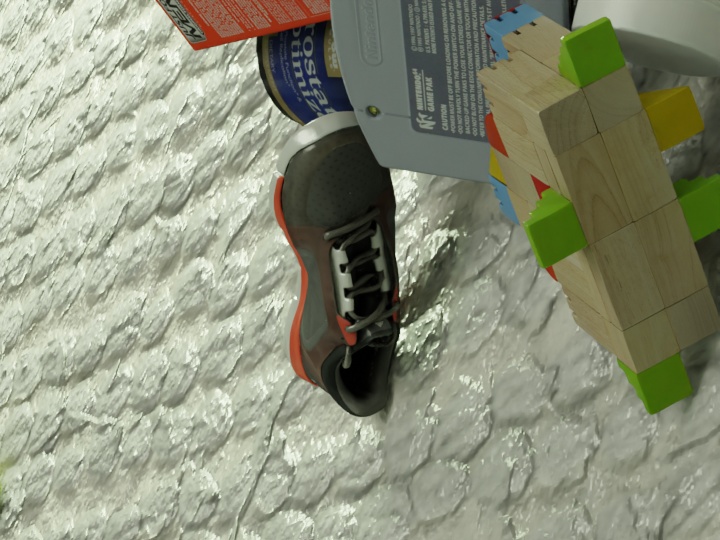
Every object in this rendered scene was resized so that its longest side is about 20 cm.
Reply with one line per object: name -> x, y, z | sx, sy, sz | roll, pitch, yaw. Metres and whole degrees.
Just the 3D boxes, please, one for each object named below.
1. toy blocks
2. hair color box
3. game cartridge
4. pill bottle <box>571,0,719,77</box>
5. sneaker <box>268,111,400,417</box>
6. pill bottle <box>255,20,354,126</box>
toy blocks -> 0.108, -0.044, 1.458 | 0.100, 0.200, 0.137 | -28, 26, -10
hair color box -> -0.034, -0.192, 1.697 | 0.102, 0.061, 0.200 | -48, 22, -25
game cartridge -> 0.051, -0.131, 1.547 | 0.041, 0.133, 0.200 | -70, -18, -44
pill bottle -> 0.171, -0.204, 1.469 | 0.112, 0.112, 0.200 | 5, 78, 64
sneaker -> 0.000, 0.000, 1.694 | 0.082, 0.077, 0.200 | 49, 153, 45
pill bottle -> 0.026, -0.131, 1.715 | 0.200, 0.112, 0.112 | 8, 81, 65
